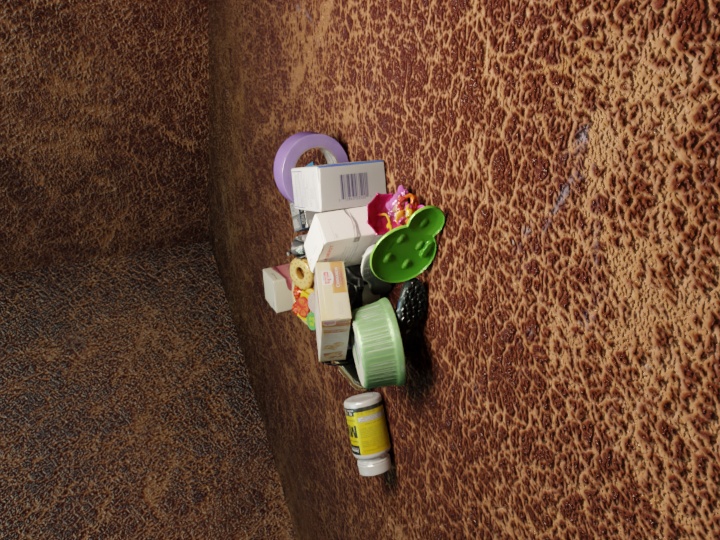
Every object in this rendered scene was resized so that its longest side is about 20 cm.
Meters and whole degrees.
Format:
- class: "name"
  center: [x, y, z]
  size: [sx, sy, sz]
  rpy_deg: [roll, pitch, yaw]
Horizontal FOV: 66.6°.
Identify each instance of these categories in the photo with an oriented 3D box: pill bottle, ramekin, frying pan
- class: "pill bottle"
  center: [0.024, 0.456, 1.535]
  size: [0.114, 0.111, 0.206]
  rpy_deg: [165, 94, -66]
- class: "ramekin"
  center: [0.034, 0.173, 1.268]
  size: [0.200, 0.095, 0.207]
  rpy_deg: [169, 90, -83]
- class: "frying pan"
  center: [-0.015, 0.015, 1.389]
  size: [0.031, 0.113, 0.194]
  rpy_deg: [-35, 34, 55]

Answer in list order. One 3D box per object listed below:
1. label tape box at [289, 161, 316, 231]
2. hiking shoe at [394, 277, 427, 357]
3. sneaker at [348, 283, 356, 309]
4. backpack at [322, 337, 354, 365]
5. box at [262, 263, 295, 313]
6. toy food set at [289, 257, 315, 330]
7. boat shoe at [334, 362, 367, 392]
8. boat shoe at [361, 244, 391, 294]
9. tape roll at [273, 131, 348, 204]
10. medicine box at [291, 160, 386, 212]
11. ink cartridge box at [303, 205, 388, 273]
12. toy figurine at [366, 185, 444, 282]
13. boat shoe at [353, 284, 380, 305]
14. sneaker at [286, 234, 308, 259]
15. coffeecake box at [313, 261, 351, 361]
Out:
- class: "label tape box"
  center: [-0.188, -0.238, 1.800]
  size: [0.143, 0.062, 0.207]
  rpy_deg: [-5, 95, 66]
- class: "hiking shoe"
  center: [0.100, 0.099, 1.256]
  size: [0.087, 0.072, 0.205]
  rpy_deg: [46, 140, 51]
- class: "sneaker"
  center: [-0.050, 0.086, 1.568]
  size: [0.079, 0.074, 0.206]
  rpy_deg: [26, 116, 47]
- class: "backpack"
  center: [-0.010, 0.180, 1.455]
  size: [0.199, 0.163, 0.131]
  rpy_deg: [-32, 66, 59]
- class: "box"
  center: [-0.207, 0.045, 1.792]
  size: [0.127, 0.195, 0.112]
  rpy_deg: [34, 131, 57]
- class: "toy food set"
  center: [-0.150, 0.070, 1.642]
  size: [0.196, 0.048, 0.206]
  rpy_deg: [27, 113, 40]
- class: "boat shoe"
  center: [-0.038, 0.285, 1.639]
  size: [0.201, 0.074, 0.075]
  rpy_deg: [50, 154, 35]
- class: "boat shoe"
  center: [0.038, -0.009, 1.314]
  size: [0.203, 0.072, 0.066]
  rpy_deg: [68, -172, -62]
- class: "tape roll"
  center: [-0.132, -0.269, 1.487]
  size: [0.085, 0.195, 0.206]
  rpy_deg: [34, 130, 58]
- class: "medicine box"
  center: [-0.057, -0.211, 1.357]
  size: [0.199, 0.177, 0.106]
  rpy_deg: [20, 118, 63]
- class: "ink cartridge box"
  center: [-0.025, -0.078, 1.317]
  size: [0.085, 0.195, 0.147]
  rpy_deg: [69, 154, 22]
- class: "toy figurine"
  center: [0.079, -0.112, 1.181]
  size: [0.202, 0.147, 0.187]
  rpy_deg: [-55, 37, 30]
- class: "boat shoe"
  center: [0.000, 0.000, 1.464]
  size: [0.068, 0.070, 0.205]
  rpy_deg: [106, 141, -77]
- class: "sneaker"
  center: [-0.147, -0.060, 1.599]
  size: [0.199, 0.136, 0.080]
  rpy_deg: [-158, 60, -63]
- class: "coffeecake box"
  center: [-0.070, 0.101, 1.312]
  size: [0.202, 0.071, 0.157]
  rpy_deg: [98, 166, -55]
